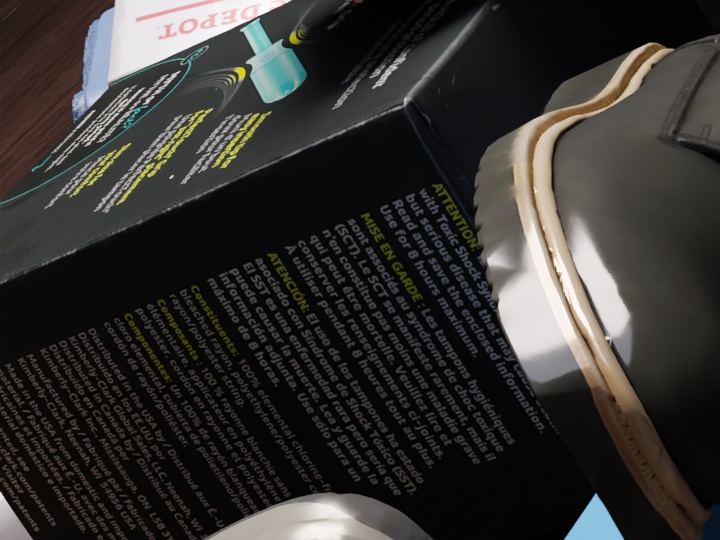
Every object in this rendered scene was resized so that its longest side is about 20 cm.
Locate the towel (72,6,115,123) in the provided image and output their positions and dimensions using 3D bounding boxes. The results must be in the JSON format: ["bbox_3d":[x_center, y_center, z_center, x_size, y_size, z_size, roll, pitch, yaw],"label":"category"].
[{"bbox_3d":[-0.005,-0.093,1.075,0.199,0.049,0.112,-22,26,12],"label":"towel"}]

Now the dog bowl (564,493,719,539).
[{"bbox_3d":[0.096,0.046,0.662,0.111,0.050,0.200,-20,21,41],"label":"dog bowl"}]

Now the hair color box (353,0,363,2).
[{"bbox_3d":[0.028,-0.171,0.789,0.201,0.061,0.102,-58,4,7],"label":"hair color box"}]

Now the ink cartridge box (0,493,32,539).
[{"bbox_3d":[-0.120,0.071,1.041,0.160,0.050,0.200,-34,13,2],"label":"ink cartridge box"}]

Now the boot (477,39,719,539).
[{"bbox_3d":[0.104,-0.025,0.609,0.138,0.078,0.200,-24,19,17],"label":"boot"}]

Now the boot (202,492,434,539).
[{"bbox_3d":[-0.069,0.146,0.653,0.203,0.073,0.154,-35,20,28],"label":"boot"}]

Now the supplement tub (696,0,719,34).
[{"bbox_3d":[0.104,-0.150,0.944,0.144,0.144,0.201,-25,48,30],"label":"supplement tub"}]

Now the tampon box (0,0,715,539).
[{"bbox_3d":[0.000,0.000,0.850,0.199,0.127,0.150,-21,20,37],"label":"tampon box"}]

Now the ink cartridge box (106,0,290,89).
[{"bbox_3d":[-0.015,-0.102,0.988,0.115,0.067,0.201,-11,55,19],"label":"ink cartridge box"}]
